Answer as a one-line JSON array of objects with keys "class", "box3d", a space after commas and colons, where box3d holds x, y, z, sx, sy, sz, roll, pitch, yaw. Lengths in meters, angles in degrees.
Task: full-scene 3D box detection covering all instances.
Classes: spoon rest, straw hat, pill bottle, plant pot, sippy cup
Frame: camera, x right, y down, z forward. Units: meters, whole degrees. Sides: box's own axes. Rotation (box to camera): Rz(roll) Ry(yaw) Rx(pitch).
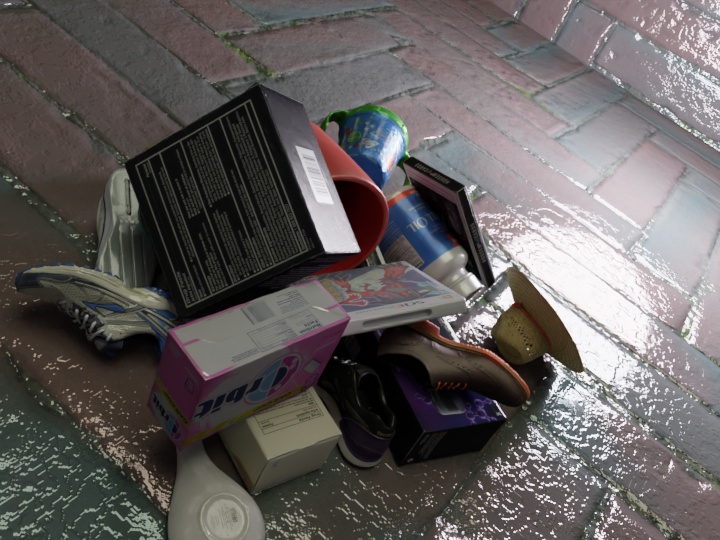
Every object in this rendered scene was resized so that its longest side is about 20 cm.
[{"class": "spoon rest", "box3d": [-0.157, 0.218, 0.724, 0.099, 0.061, 0.201, -1, 59, -32]}, {"class": "straw hat", "box3d": [0.251, 0.098, 1.094, 0.085, 0.201, 0.202, -32, 57, -2]}, {"class": "pill bottle", "box3d": [0.101, -0.027, 1.118, 0.112, 0.112, 0.200, -25, 73, -48]}, {"class": "plant pot", "box3d": [-0.083, -0.108, 0.998, 0.199, 0.201, 0.178, 2, 43, -31]}, {"class": "sippy cup", "box3d": [0.011, -0.211, 1.287, 0.176, 0.140, 0.131, 8, 45, 11]}]

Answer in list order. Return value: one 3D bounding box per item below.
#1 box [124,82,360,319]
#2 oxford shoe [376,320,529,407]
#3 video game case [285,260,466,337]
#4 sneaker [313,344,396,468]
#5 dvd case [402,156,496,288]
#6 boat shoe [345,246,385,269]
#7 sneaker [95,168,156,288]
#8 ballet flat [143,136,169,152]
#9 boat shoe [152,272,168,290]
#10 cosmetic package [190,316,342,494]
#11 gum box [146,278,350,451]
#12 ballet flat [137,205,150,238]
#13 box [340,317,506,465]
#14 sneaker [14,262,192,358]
[{"class": "box", "box3d": [-0.136, -0.074, 0.819, 0.201, 0.197, 0.123, 69, 19, 6]}, {"class": "oxford shoe", "box3d": [0.112, 0.128, 0.872, 0.199, 0.071, 0.073, 26, 54, 6]}, {"class": "video game case", "box3d": [0.012, 0.032, 0.908, 0.181, 0.023, 0.200, -9, 17, -17]}, {"class": "sneaker", "box3d": [-0.010, 0.137, 0.879, 0.075, 0.088, 0.201, -4, 46, -36]}, {"class": "dvd case", "box3d": [0.145, -0.078, 1.138, 0.025, 0.201, 0.150, -34, 38, -12]}, {"class": "boat shoe", "box3d": [0.000, 0.000, 1.050, 0.060, 0.076, 0.200, -19, 63, -38]}, {"class": "sneaker", "box3d": [-0.305, -0.030, 0.906, 0.073, 0.071, 0.202, 9, 61, -26]}, {"class": "ballet flat", "box3d": [-0.287, -0.139, 0.983, 0.070, 0.200, 0.071, 1, 86, -22]}, {"class": "boat shoe", "box3d": [-0.203, -0.017, 0.938, 0.074, 0.086, 0.202, 33, 36, 7]}, {"class": "cosmetic package", "box3d": [-0.120, 0.143, 0.812, 0.105, 0.071, 0.200, -8, 49, -38]}, {"class": "gum box", "box3d": [-0.108, 0.090, 0.726, 0.199, 0.114, 0.066, -20, 57, -43]}, {"class": "ballet flat", "box3d": [-0.241, -0.081, 0.938, 0.063, 0.068, 0.200, -14, 7, 0]}, {"class": "box", "box3d": [0.080, 0.145, 0.939, 0.140, 0.079, 0.201, 2, 44, -35]}, {"class": "sneaker", "box3d": [-0.291, 0.050, 0.798, 0.199, 0.077, 0.086, 17, 71, -20]}]
